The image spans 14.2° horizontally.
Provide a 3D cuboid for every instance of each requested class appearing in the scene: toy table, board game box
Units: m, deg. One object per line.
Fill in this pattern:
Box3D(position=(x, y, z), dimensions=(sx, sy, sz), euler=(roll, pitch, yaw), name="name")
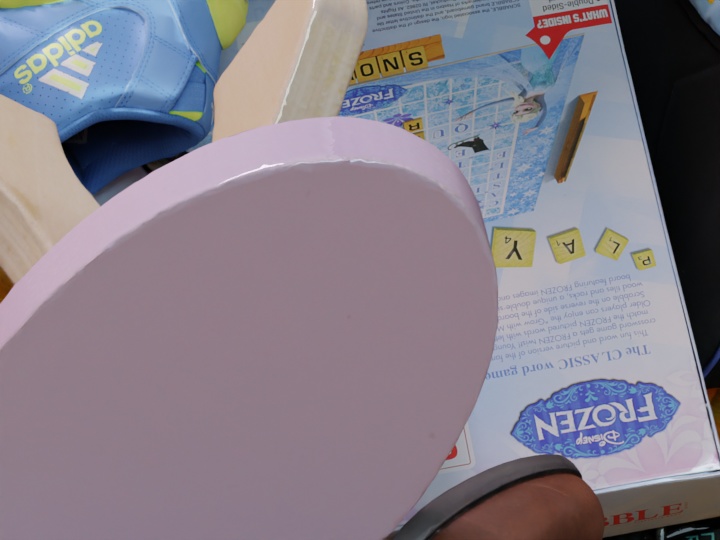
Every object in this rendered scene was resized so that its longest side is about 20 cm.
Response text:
Box3D(position=(-0.048, 0.013, 0.806), dimensions=(0.184, 0.200, 0.117), euler=(38, 23, -31), name="toy table")
Box3D(position=(0.000, 0.000, 0.931), dimensions=(0.199, 0.041, 0.200), euler=(-10, 64, 0), name="board game box")

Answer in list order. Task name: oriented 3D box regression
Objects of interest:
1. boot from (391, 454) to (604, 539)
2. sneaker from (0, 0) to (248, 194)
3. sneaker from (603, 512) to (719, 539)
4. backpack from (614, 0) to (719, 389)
Box3D(position=(0.067, 0.157, 0.768), dimensions=(0.200, 0.069, 0.188), euler=(34, 47, 20), name="boot")
Box3D(position=(-0.133, -0.068, 0.914), dimensions=(0.199, 0.076, 0.106), euler=(-5, 65, 9), name="sneaker")
Box3D(position=(0.080, 0.096, 0.936), dimensions=(0.199, 0.079, 0.076), euler=(4, 65, -16), name="sneaker")
Box3D(position=(0.150, -0.080, 0.997), dimensions=(0.134, 0.183, 0.201), euler=(1, 53, -28), name="backpack")
